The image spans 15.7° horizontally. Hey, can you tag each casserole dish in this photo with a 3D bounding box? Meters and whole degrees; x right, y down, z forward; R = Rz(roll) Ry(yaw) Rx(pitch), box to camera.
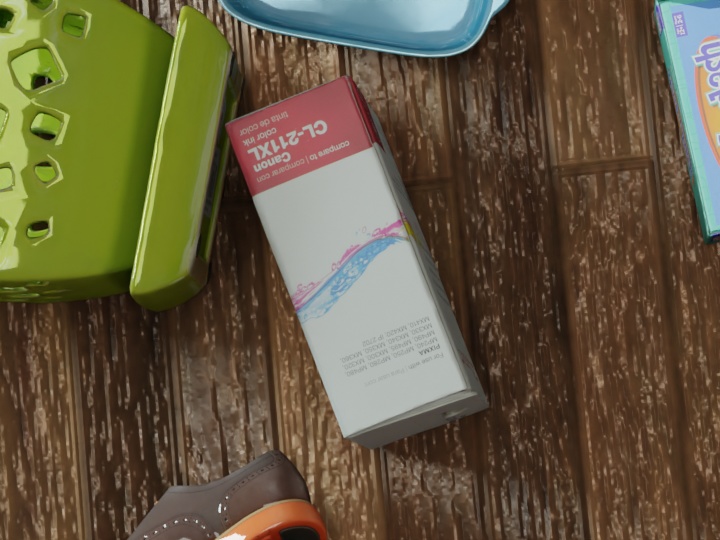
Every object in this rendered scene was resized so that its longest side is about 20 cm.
[{"bbox_3d":[0.001,-0.197,1.645,0.199,0.039,0.122,10,84,6],"label":"casserole dish"}]

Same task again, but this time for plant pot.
[{"bbox_3d":[-0.172,-0.072,1.568,0.181,0.200,0.200,10,86,0],"label":"plant pot"}]

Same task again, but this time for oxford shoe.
[{"bbox_3d":[-0.117,0.180,1.605,0.200,0.071,0.073,-27,51,5],"label":"oxford shoe"}]

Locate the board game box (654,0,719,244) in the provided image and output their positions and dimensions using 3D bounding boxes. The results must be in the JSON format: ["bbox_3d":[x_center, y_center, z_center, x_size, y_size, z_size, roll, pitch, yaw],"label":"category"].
[{"bbox_3d":[0.293,-0.111,1.604,0.199,0.045,0.153,-11,83,3],"label":"board game box"}]

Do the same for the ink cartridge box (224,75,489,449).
[{"bbox_3d":[0.000,0.000,1.565,0.083,0.146,0.201,-21,81,3],"label":"ink cartridge box"}]
